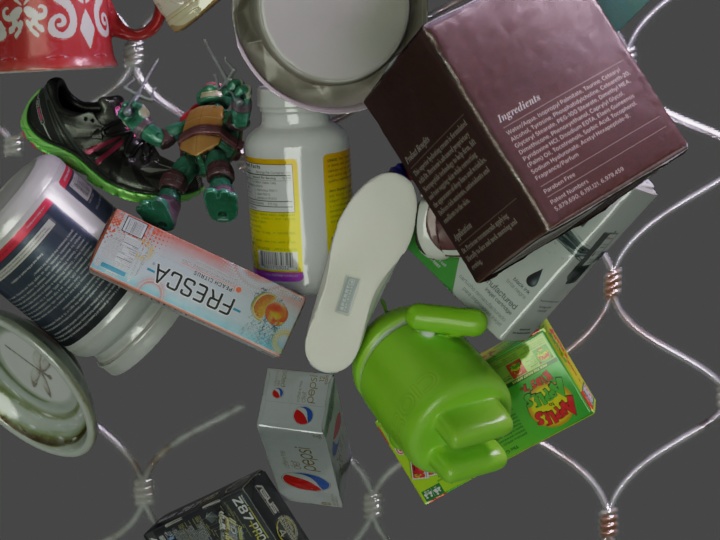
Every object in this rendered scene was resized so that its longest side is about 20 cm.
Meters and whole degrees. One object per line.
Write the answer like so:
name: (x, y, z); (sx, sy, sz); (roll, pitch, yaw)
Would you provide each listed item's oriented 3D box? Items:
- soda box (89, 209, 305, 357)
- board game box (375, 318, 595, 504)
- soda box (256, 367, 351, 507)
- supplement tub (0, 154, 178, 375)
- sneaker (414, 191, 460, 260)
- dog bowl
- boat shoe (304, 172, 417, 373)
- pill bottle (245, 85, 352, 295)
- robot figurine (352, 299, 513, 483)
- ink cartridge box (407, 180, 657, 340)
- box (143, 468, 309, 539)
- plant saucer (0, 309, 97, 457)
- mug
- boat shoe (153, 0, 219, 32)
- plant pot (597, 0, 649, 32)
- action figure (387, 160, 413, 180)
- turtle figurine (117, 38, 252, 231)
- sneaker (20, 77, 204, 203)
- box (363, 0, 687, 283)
soda box: (-0.155, 0.014, 1.596); (0.199, 0.068, 0.064); (26, 83, -6)
board game box: (0.127, 0.143, 1.714); (0.200, 0.048, 0.102); (-30, 97, 14)
soda box: (-0.053, 0.168, 1.675); (0.068, 0.200, 0.064); (6, 62, 8)
supplement tub: (-0.282, -0.005, 1.681); (0.140, 0.140, 0.200); (-43, 108, 15)
sneaker: (0.119, -0.105, 1.571); (0.115, 0.076, 0.201); (7, 98, 23)
dog bowl: (-0.027, -0.246, 1.579); (0.199, 0.059, 0.201); (-1, 94, -10)
boat shoe: (0.000, 0.000, 1.613); (0.072, 0.069, 0.201); (14, 98, -6)
pill bottle: (-0.059, -0.082, 1.664); (0.104, 0.104, 0.201); (-1, 102, 9)
robot figurine: (0.066, 0.113, 1.616); (0.115, 0.200, 0.176); (-15, 130, -24)
ink cartridge box: (0.163, -0.052, 1.628); (0.147, 0.083, 0.200); (45, 105, 18)
box: (-0.114, 0.323, 1.764); (0.161, 0.049, 0.200); (-29, 96, 37)
plant saucer: (-0.341, 0.104, 1.746); (0.200, 0.050, 0.201); (24, 141, 21)
mug: (-0.296, -0.298, 1.662); (0.133, 0.177, 0.201); (4, 101, 45)
boat shoe: (-0.124, -0.316, 1.633); (0.200, 0.074, 0.069); (-39, 100, 8)
plant pot: (0.181, -0.310, 1.565); (0.200, 0.141, 0.141); (42, 105, -8)
action figure: (0.031, -0.149, 1.642); (0.065, 0.099, 0.201); (-26, 100, 14)
turtle figurine: (-0.155, -0.134, 1.638); (0.149, 0.201, 0.101); (-21, 138, 28)
sneaker: (-0.246, -0.129, 1.697); (0.199, 0.077, 0.084); (27, 109, 1)
box: (0.139, -0.127, 1.458); (0.164, 0.166, 0.200); (-29, 85, -23)
